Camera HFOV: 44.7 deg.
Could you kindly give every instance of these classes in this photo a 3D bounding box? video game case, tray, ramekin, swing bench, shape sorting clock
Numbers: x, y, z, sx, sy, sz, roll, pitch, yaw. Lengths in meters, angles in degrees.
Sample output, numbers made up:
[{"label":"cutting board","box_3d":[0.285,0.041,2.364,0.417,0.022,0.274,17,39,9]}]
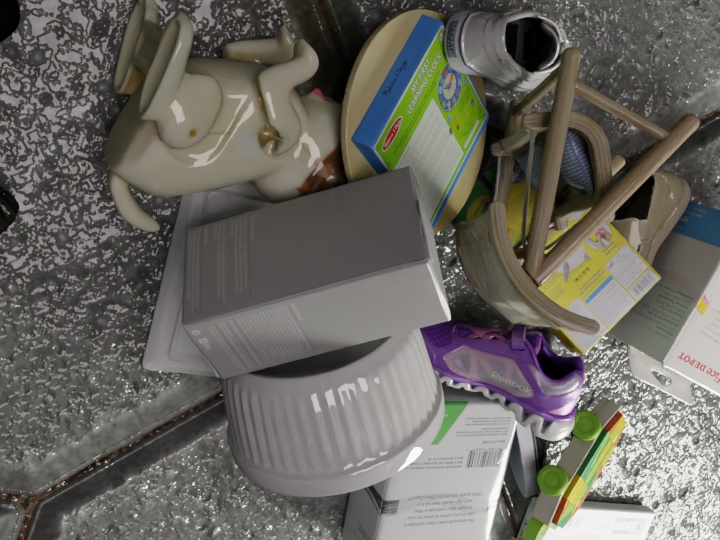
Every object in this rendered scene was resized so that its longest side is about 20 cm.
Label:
[{"label":"video game case","box_3d":[0.270,0.379,1.120,0.199,0.023,0.183,12,102,-29]},{"label":"tray","box_3d":[-0.127,0.008,0.808,0.107,0.022,0.201,10,103,-26]},{"label":"ramekin","box_3d":[-0.031,0.094,0.778,0.200,0.200,0.105,-22,117,-17]},{"label":"swing bench","box_3d":[0.165,-0.056,0.772,0.129,0.199,0.201,28,87,-1]},{"label":"shape sorting clock","box_3d":[0.051,-0.126,0.772,0.200,0.039,0.201,-20,116,-48]}]

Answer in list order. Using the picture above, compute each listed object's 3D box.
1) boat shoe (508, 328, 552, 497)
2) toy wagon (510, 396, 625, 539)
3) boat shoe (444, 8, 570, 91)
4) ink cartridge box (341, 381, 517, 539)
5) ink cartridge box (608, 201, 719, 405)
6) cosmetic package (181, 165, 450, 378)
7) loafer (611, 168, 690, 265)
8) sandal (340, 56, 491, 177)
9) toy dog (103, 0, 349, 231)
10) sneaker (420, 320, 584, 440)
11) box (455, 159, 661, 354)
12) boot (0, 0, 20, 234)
[{"label":"boat shoe","box_3d":[0.196,0.159,0.980,0.068,0.074,0.200,-10,103,-6]},{"label":"toy wagon","box_3d":[0.235,0.239,0.993,0.200,0.039,0.155,-57,153,-7]},{"label":"boat shoe","box_3d":[0.154,-0.199,0.800,0.200,0.065,0.074,-17,111,-50]},{"label":"ink cartridge box","box_3d":[0.072,0.215,0.935,0.145,0.084,0.201,4,106,-26]},{"label":"ink cartridge box","box_3d":[0.372,0.040,0.989,0.128,0.125,0.201,27,95,-29]},{"label":"cosmetic package","box_3d":[-0.036,0.002,0.700,0.199,0.107,0.090,-12,139,9]},{"label":"loafer","box_3d":[0.283,-0.030,0.958,0.068,0.076,0.200,35,82,-29]},{"label":"sandal","box_3d":[0.045,-0.137,0.828,0.200,0.048,0.076,25,91,-42]},{"label":"toy dog","box_3d":[-0.093,-0.110,0.717,0.199,0.139,0.195,13,97,-32]},{"label":"sneaker","box_3d":[0.140,0.085,0.880,0.200,0.081,0.089,28,125,5]},{"label":"box","box_3d":[0.192,-0.025,0.894,0.117,0.048,0.200,-43,93,-4]},{"label":"boot","box_3d":[-0.302,-0.104,0.653,0.211,0.079,0.158,-36,112,2]}]
